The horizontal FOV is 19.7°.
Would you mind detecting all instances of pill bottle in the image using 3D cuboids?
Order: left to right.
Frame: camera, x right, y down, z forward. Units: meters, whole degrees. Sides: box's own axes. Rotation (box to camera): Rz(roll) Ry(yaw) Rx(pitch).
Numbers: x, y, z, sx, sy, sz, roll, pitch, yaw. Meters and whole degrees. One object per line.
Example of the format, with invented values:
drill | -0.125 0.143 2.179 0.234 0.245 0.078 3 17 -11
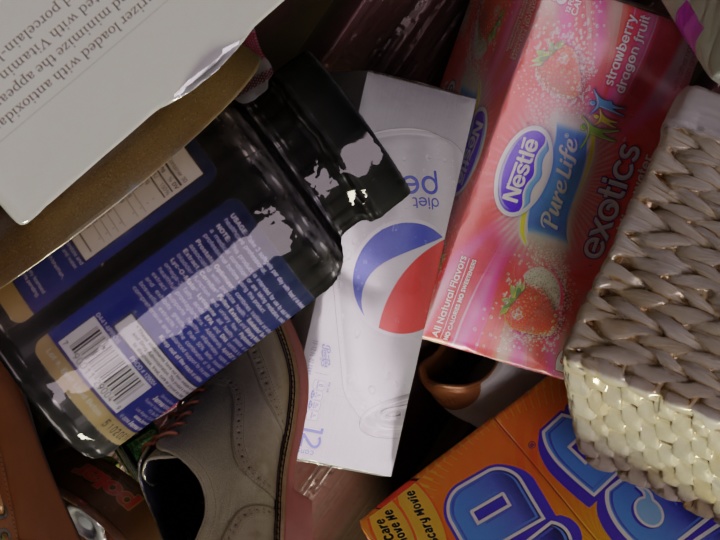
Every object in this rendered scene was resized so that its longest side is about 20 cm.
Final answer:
pill bottle | -0.080 -0.011 0.987 0.200 0.112 0.112 -36 131 -1

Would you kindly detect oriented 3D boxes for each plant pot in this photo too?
plant pot | -0.132 -0.046 0.932 0.200 0.200 0.028 -38 104 -6

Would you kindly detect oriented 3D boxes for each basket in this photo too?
basket | 0.220 0.039 1.059 0.161 0.197 0.200 -62 164 -16

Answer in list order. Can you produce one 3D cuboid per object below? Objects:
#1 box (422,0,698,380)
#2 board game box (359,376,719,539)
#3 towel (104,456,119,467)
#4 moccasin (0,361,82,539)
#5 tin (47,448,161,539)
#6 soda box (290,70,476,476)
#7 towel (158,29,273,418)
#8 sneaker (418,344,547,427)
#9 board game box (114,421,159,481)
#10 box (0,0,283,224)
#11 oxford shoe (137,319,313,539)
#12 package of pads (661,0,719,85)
box | 0.091 -0.056 1.112 0.102 0.095 0.201 17 100 -20
board game box | 0.150 0.194 1.229 0.199 0.200 0.200 -36 152 -7
towel | -0.181 0.197 1.182 0.086 0.018 0.201 -10 123 -26
moccasin | -0.202 0.081 0.996 0.073 0.202 0.078 -26 173 41
tin | -0.131 0.172 1.092 0.042 0.112 0.201 -47 155 -35
soda box | 0.000 0.000 1.074 0.063 0.068 0.201 13 91 -19
towel | -0.090 -0.028 1.095 0.146 0.030 0.201 -32 127 -12
sneaker | 0.111 0.007 1.208 0.084 0.073 0.200 28 103 -43
board game box | -0.101 0.131 1.134 0.023 0.105 0.201 -35 131 -13
box | -0.134 -0.161 0.868 0.199 0.200 0.131 -41 130 -4
oxford shoe | -0.070 0.079 1.014 0.073 0.201 0.071 14 136 -27
package of pads | 0.211 -0.154 1.086 0.154 0.201 0.068 23 123 -40
